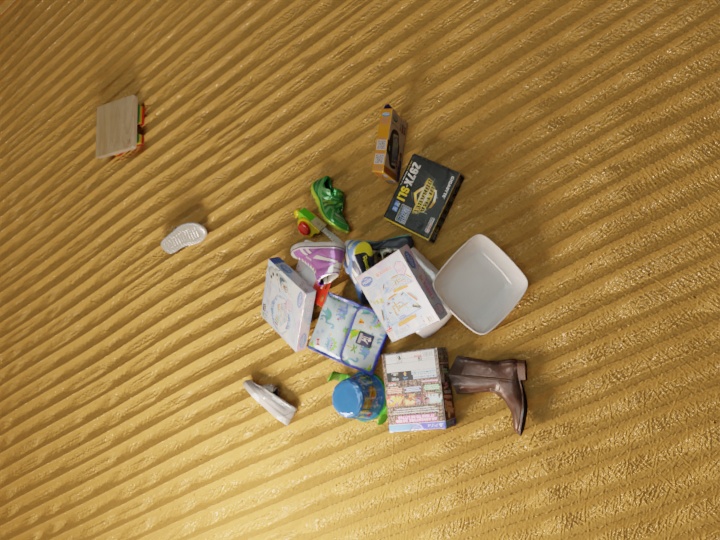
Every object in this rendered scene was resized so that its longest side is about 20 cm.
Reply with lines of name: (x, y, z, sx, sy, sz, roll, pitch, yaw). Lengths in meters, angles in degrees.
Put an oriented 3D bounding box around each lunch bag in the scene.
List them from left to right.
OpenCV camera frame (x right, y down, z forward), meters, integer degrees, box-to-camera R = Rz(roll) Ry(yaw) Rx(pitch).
lunch bag: (-0.024, 0.175, 1.610, 0.197, 0.127, 0.173, 22, 89, 16)

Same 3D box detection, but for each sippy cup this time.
sippy cup: (-0.010, 0.344, 1.568, 0.174, 0.130, 0.143, -5, 81, 25)

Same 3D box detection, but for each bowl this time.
bowl: (0.295, 0.038, 1.457, 0.200, 0.075, 0.200, 45, 85, 3)

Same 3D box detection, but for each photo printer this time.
photo printer: (0.161, 0.066, 1.551, 0.200, 0.069, 0.167, 43, 102, 18)

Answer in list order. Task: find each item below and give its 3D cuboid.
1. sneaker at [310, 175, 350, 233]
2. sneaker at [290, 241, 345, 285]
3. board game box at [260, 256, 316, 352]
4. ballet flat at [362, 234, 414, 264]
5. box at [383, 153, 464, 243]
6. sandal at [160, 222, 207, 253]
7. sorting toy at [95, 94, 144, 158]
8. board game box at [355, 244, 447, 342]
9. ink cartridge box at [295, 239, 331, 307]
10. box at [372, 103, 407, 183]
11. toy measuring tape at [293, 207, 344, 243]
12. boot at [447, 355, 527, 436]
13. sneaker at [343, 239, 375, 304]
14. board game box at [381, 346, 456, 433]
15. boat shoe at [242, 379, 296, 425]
sneaker: (-0.082, -0.199, 1.716, 0.083, 0.074, 0.202, -38, 68, 20)
sneaker: (-0.131, -0.017, 1.603, 0.198, 0.072, 0.117, -1, 78, 45)
board game box: (-0.214, 0.098, 1.688, 0.198, 0.043, 0.203, 39, 128, 39)
ballet flat: (0.056, -0.053, 1.627, 0.196, 0.073, 0.075, -7, 79, 23)
box: (0.174, -0.202, 1.605, 0.158, 0.049, 0.203, 29, 96, 29)
sandal: (-0.604, -0.122, 1.974, 0.199, 0.083, 0.050, -18, 31, 24)
sorting toy: (-0.898, -0.530, 2.173, 0.195, 0.069, 0.205, -7, 80, 25)
board game box: (0.100, 0.063, 1.479, 0.199, 0.041, 0.202, -31, 89, 49)
ink cartridge box: (-0.136, 0.005, 1.670, 0.199, 0.056, 0.166, 20, 92, 68)
box: (0.086, -0.361, 1.632, 0.041, 0.119, 0.205, 9, 87, 26)
toy measuring tape: (-0.127, -0.113, 1.741, 0.199, 0.074, 0.074, 41, 100, 7)
boot: (0.315, 0.310, 1.448, 0.196, 0.064, 0.190, -2, 69, 23)
sneaker: (0.000, 0.000, 1.613, 0.082, 0.073, 0.204, 25, 134, 44)
board game box: (0.153, 0.311, 1.510, 0.156, 0.096, 0.205, -10, 78, 24)
boat shoe: (-0.271, 0.378, 1.731, 0.198, 0.072, 0.069, 31, 75, 33)
